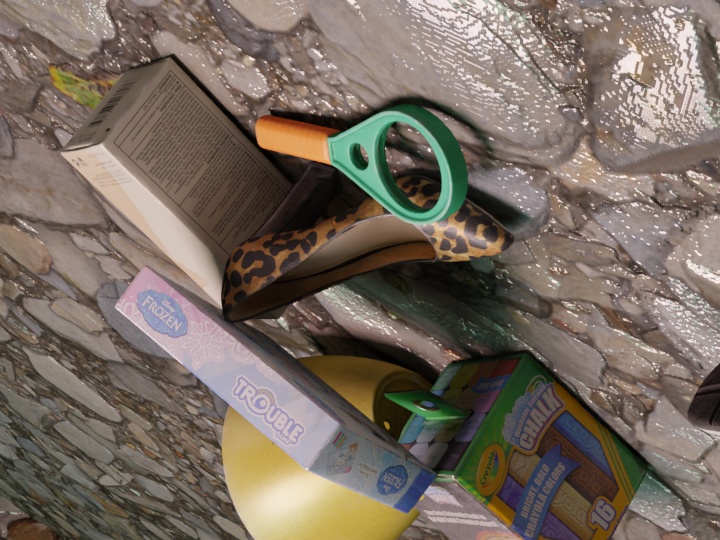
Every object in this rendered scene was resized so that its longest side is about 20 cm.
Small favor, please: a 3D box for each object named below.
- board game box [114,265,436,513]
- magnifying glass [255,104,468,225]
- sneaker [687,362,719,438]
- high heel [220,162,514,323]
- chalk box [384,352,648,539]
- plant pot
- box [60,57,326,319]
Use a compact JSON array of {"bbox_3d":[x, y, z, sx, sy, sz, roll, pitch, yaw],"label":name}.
[{"bbox_3d":[-0.058,0.091,1.108,0.200,0.043,0.199,37,178,28],"label":"board game box"},{"bbox_3d":[-0.003,-0.081,1.029,0.200,0.022,0.080,19,125,47],"label":"magnifying glass"},{"bbox_3d":[0.303,0.103,0.938,0.115,0.076,0.200,44,152,-18],"label":"sneaker"},{"bbox_3d":[0.000,0.000,1.051,0.199,0.143,0.072,15,148,37],"label":"high heel"},{"bbox_3d":[0.109,0.150,1.224,0.200,0.124,0.124,44,156,-19],"label":"chalk box"},{"bbox_3d":[-0.002,0.156,1.328,0.142,0.201,0.200,-27,118,41],"label":"plant pot"},{"bbox_3d":[-0.121,-0.059,1.161,0.200,0.095,0.078,47,154,-24],"label":"box"}]
